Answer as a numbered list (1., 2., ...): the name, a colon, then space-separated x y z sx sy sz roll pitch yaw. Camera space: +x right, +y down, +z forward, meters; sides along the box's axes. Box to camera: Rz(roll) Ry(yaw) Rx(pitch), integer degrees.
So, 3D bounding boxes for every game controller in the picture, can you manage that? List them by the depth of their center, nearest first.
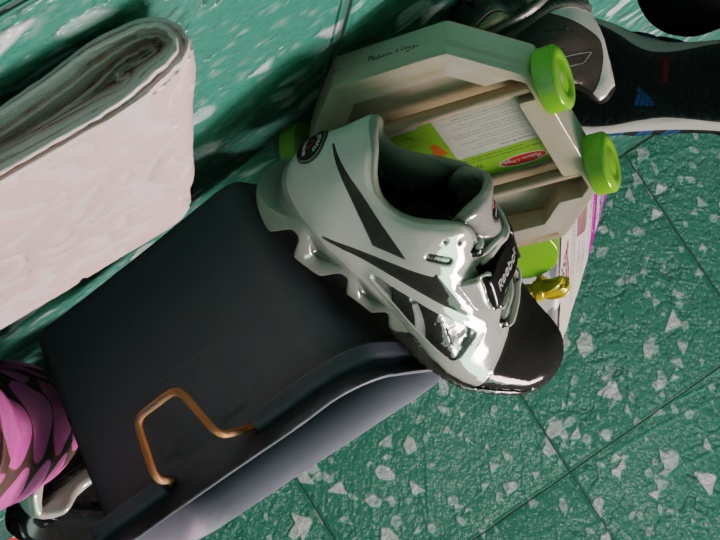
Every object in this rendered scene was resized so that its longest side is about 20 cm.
1. game controller: -0.180 0.150 1.006 0.200 0.042 0.105 25 80 -64

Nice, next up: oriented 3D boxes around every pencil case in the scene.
1. pencil case: -0.212 0.083 0.738 0.200 0.093 0.092 94 8 -83

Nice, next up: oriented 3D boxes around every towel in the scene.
1. towel: -0.148 -0.012 0.533 0.190 0.032 0.200 -32 174 -12

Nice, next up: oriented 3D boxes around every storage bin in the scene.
1. storage bin: -0.081 0.051 0.743 0.199 0.135 0.145 -37 164 20

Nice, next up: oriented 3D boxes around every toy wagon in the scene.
1. toy wagon: 0.058 -0.049 0.732 0.154 0.040 0.200 -13 142 25

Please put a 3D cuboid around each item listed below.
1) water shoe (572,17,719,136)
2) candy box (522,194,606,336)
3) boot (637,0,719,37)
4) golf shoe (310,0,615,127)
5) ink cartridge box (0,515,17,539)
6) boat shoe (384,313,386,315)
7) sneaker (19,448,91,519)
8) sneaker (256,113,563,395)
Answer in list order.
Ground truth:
1. water shoe: 0.176 -0.113 0.865 0.198 0.072 0.079 10 179 16
2. candy box: 0.125 -0.051 0.931 0.201 0.060 0.137 -64 156 -48
3. boot: 0.191 -0.186 0.762 0.157 0.080 0.211 -33 171 -37
4. golf shoe: 0.049 -0.082 0.769 0.199 0.095 0.078 -34 176 17
5. ink cartridge box: -0.211 0.194 1.073 0.202 0.047 0.160 -67 156 0
6. boat shoe: 0.000 0.000 0.849 0.074 0.200 0.074 15 114 -26
7. sneaker: -0.148 0.079 0.878 0.201 0.070 0.080 -51 -155 -1
8. sneaker: 0.049 -0.005 0.693 0.088 0.199 0.075 -32 -143 36
